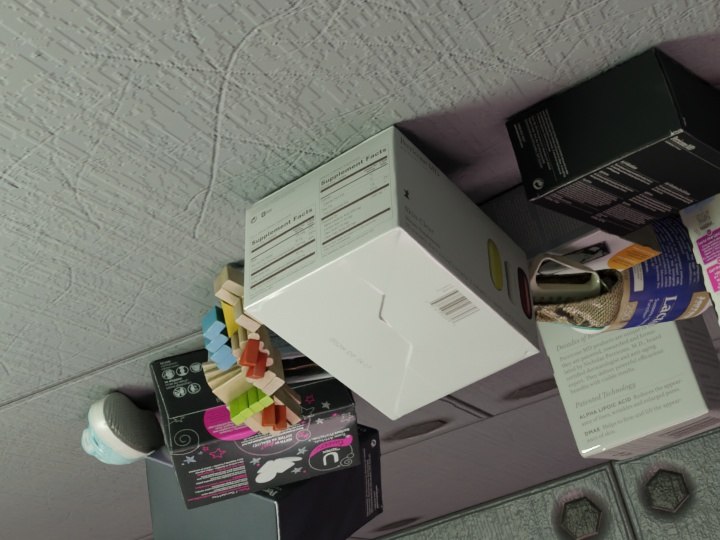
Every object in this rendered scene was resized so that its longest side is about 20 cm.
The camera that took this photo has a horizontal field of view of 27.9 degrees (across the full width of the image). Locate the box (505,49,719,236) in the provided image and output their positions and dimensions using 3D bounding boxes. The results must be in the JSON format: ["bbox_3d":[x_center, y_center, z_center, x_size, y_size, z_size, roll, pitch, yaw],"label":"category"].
[{"bbox_3d":[0.234,-0.102,1.228,0.141,0.079,0.200,-22,161,28],"label":"box"}]

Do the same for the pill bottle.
[{"bbox_3d":[0.310,-0.001,1.547,0.200,0.116,0.116,-7,161,-28],"label":"pill bottle"}]

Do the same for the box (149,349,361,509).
[{"bbox_3d":[-0.114,0.155,1.573,0.200,0.132,0.115,-13,138,-9],"label":"box"}]

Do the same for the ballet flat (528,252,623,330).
[{"bbox_3d":[0.149,0.017,1.320,0.200,0.068,0.075,-1,126,-19],"label":"ballet flat"}]

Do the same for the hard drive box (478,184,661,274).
[{"bbox_3d":[0.168,-0.022,1.417,0.200,0.077,0.156,-26,160,28],"label":"hard drive box"}]

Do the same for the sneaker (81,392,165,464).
[{"bbox_3d":[-0.288,0.194,1.675,0.082,0.074,0.200,-21,162,3],"label":"sneaker"}]

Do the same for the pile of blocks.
[{"bbox_3d":[-0.111,0.093,1.369,0.082,0.062,0.200,-14,127,0],"label":"pile of blocks"}]

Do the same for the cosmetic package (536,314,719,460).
[{"bbox_3d":[0.335,0.110,1.765,0.165,0.200,0.165,-24,161,22],"label":"cosmetic package"}]

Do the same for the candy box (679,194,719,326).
[{"bbox_3d":[0.404,-0.010,1.459,0.136,0.200,0.061,-3,159,-40],"label":"candy box"}]

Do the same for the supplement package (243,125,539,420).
[{"bbox_3d":[0.027,0.007,1.191,0.156,0.111,0.200,-28,134,26],"label":"supplement package"}]

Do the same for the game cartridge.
[{"bbox_3d":[-0.056,0.080,1.491,0.200,0.042,0.133,-9,-172,-4],"label":"game cartridge"}]

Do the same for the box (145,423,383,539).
[{"bbox_3d":[-0.110,0.250,1.693,0.200,0.124,0.198,12,-153,33],"label":"box"}]
